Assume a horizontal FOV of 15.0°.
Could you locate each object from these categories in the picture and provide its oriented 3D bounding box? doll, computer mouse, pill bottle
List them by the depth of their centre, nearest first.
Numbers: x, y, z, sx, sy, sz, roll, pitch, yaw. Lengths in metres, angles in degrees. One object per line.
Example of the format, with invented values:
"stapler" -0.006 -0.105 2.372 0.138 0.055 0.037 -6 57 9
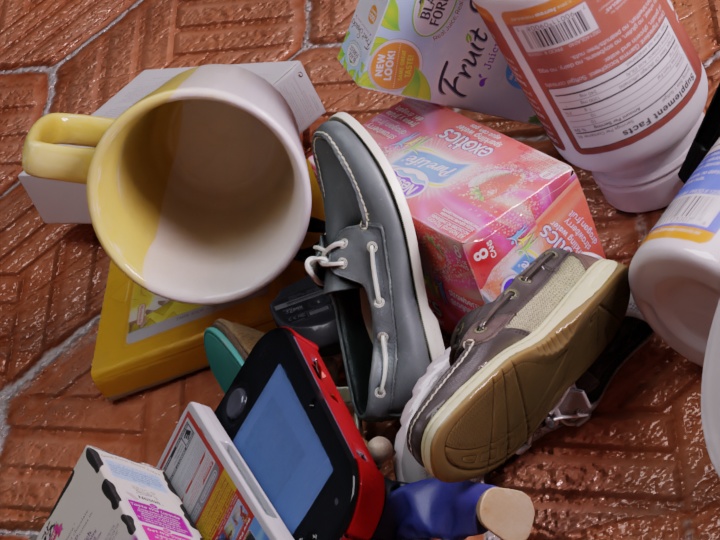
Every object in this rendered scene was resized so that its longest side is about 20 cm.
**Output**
"doll" 0.012 0.166 1.611 0.200 0.048 0.137 -3 72 49
"pill bottle" 0.255 -0.041 1.637 0.112 0.112 0.200 8 49 46
"pill bottle" 0.156 -0.138 1.768 0.112 0.200 0.112 -22 34 16
"computer mouse" -0.033 0.012 1.843 0.059 0.034 0.200 -19 25 1

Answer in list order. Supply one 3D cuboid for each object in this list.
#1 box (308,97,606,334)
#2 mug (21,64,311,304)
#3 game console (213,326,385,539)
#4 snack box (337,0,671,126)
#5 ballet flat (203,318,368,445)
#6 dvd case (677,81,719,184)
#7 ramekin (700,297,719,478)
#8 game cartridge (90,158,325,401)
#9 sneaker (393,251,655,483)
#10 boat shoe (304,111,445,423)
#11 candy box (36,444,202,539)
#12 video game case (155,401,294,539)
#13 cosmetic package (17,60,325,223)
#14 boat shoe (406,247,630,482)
"box" 0.064 -0.031 1.784 0.095 0.103 0.200 -32 32 -18
"mug" -0.116 -0.084 1.875 0.149 0.187 0.153 -48 10 17
"game console" -0.062 0.146 1.660 0.177 0.031 0.200 -54 31 17
"snack box" 0.102 -0.175 1.827 0.142 0.200 0.053 -69 27 20
"ballet flat" -0.040 0.086 1.776 0.072 0.068 0.200 -17 30 -14
"dvd case" 0.269 -0.137 1.697 0.143 0.200 0.018 -37 75 -20
"ramekin" 0.275 0.041 1.460 0.202 0.094 0.203 -51 29 43
"game cartridge" -0.093 -0.002 1.958 0.200 0.032 0.176 -22 34 18
"sneaker" 0.101 0.071 1.656 0.200 0.075 0.082 -46 42 -13
"boat shoe" 0.000 0.000 1.727 0.062 0.200 0.073 -17 -1 -21
"candy box" -0.144 0.214 1.637 0.136 0.061 0.200 -61 31 14
"video game case" -0.099 0.186 1.659 0.143 0.017 0.200 -63 29 14
"cosmetic package" -0.145 -0.096 2.077 0.200 0.052 0.151 2 35 50
"boat shoe" 0.083 0.053 1.590 0.065 0.073 0.200 23 41 30
